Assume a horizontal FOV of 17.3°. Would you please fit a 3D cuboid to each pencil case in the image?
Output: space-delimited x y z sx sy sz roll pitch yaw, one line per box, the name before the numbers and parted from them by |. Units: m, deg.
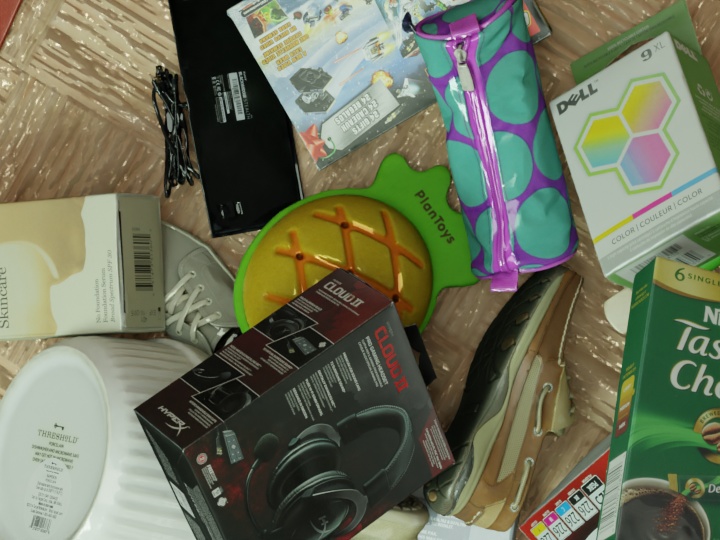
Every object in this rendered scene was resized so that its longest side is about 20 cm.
pencil case | 0.095 -0.094 1.672 0.084 0.092 0.201 -7 111 22

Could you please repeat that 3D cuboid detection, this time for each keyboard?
keyboard | -0.108 -0.126 1.769 0.103 0.040 0.202 -10 90 -13

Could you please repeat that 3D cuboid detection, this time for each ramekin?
ramekin | -0.185 0.141 1.703 0.199 0.105 0.202 -18 65 44

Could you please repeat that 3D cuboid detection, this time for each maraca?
maraca | 0.000 0.000 1.718 0.199 0.107 0.138 -36 90 -16

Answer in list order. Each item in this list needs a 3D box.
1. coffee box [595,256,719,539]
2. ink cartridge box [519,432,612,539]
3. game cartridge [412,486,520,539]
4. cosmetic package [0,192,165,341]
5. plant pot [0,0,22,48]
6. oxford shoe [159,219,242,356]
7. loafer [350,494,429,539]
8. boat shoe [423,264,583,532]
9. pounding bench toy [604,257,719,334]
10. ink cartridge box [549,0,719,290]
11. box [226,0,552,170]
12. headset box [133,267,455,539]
coffee box | 0.225 0.100 1.525 0.122 0.044 0.201 16 68 -8
ink cartridge box | 0.230 0.182 1.634 0.176 0.200 0.084 45 58 5
game cartridge | 0.018 0.185 1.757 0.198 0.040 0.134 11 99 9
cosmetic package | -0.248 0.001 1.751 0.199 0.071 0.106 -6 87 23
plant pot | -0.360 -0.249 1.729 0.175 0.200 0.201 28 97 18
oxford shoe | -0.122 0.028 1.762 0.200 0.058 0.075 42 102 7
loafer | -0.043 0.196 1.718 0.198 0.076 0.069 -4 94 20
boat shoe | 0.116 0.095 1.708 0.074 0.076 0.201 29 79 -15
pounding bench toy | 0.289 0.016 1.652 0.199 0.124 0.157 30 98 7
ink cartridge box | 0.198 -0.095 1.640 0.103 0.059 0.201 -30 57 27
box | 0.022 -0.182 1.725 0.199 0.040 0.138 -29 95 10
headset box | -0.035 0.108 1.620 0.199 0.077 0.150 -33 125 -18
